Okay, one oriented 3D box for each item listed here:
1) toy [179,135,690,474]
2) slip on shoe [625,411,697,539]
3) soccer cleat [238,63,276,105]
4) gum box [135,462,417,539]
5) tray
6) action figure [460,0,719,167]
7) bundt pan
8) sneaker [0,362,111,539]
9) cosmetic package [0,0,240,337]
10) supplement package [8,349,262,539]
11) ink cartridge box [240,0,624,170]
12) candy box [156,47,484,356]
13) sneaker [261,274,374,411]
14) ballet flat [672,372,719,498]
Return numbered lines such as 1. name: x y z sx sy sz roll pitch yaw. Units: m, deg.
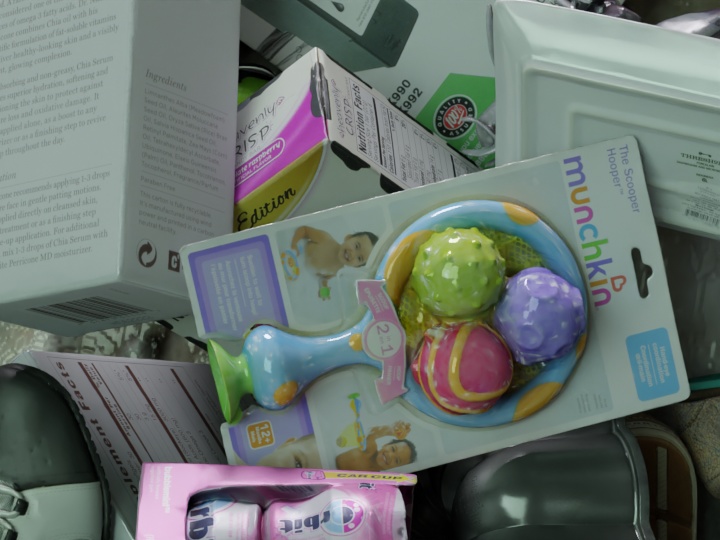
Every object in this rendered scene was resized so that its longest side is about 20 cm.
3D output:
1. toy: 0.035 0.024 0.957 0.198 0.047 0.116 -14 97 -5
2. slip on shoe: 0.119 0.163 1.090 0.075 0.061 0.202 -2 102 -6
3. soccer cleat: -0.074 -0.078 1.150 0.068 0.081 0.200 -69 20 -1
4. gum box: -0.037 0.166 0.977 0.112 0.201 0.066 1 41 -3
5. tray: 0.147 -0.049 0.987 0.199 0.022 0.108 14 136 19
6. action figure: 0.138 -0.089 1.046 0.199 0.131 0.070 -19 45 7
7. bundt pan: 0.058 0.139 1.047 0.075 0.202 0.204 3 90 -17
8. sneaker: -0.159 0.140 0.996 0.074 0.088 0.202 0 88 27
9. cosmetic package: -0.111 -0.080 1.007 0.101 0.071 0.202 -9 74 38
10. supplement package: -0.117 0.122 1.136 0.117 0.200 0.118 -41 69 20
11. ink cartridge box: 0.012 -0.152 1.102 0.199 0.084 0.146 35 105 -10
12. candy box: 0.000 0.000 1.077 0.136 0.200 0.061 -34 42 27
13. sneaker: -0.021 0.074 1.055 0.115 0.080 0.201 -119 37 -64
14. ballet flat: 0.234 0.066 1.034 0.199 0.068 0.068 -13 86 36
